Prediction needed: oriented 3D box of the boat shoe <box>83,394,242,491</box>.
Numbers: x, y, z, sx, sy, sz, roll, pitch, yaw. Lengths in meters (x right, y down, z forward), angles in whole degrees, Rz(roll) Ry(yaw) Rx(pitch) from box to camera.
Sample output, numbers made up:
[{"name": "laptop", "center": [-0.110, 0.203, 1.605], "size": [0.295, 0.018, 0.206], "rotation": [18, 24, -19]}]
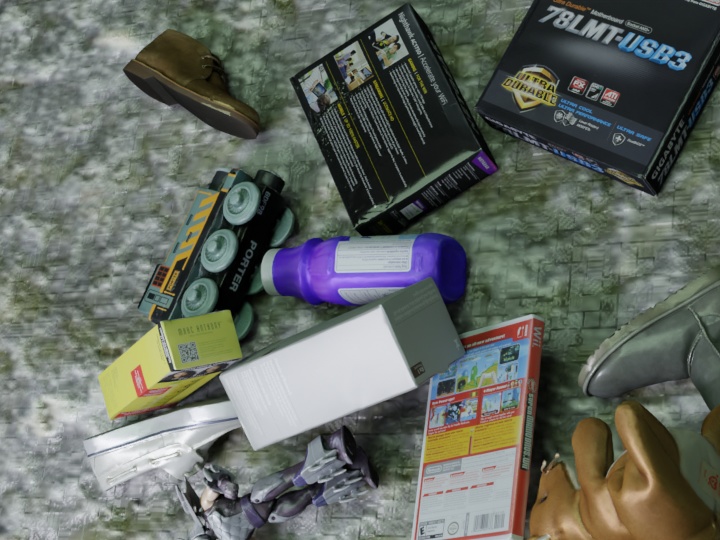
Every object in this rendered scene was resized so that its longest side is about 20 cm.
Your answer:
[{"name": "boat shoe", "center": [-0.179, 0.173, 1.655], "size": [0.198, 0.071, 0.070], "rotation": [-18, 90, 17]}]

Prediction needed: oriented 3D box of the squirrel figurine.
[{"name": "squirrel figurine", "center": [0.218, 0.216, 1.358], "size": [0.186, 0.141, 0.202], "rotation": [-31, 71, 42]}]

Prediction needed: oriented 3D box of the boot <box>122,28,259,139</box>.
[{"name": "boot", "center": [-0.169, -0.203, 1.795], "size": [0.199, 0.074, 0.076], "rotation": [31, 77, 36]}]

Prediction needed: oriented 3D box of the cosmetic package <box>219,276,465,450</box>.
[{"name": "cosmetic package", "center": [-0.016, 0.086, 1.536], "size": [0.199, 0.107, 0.091], "rotation": [-27, 90, 31]}]

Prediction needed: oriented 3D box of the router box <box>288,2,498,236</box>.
[{"name": "router box", "center": [0.030, -0.147, 1.669], "size": [0.148, 0.051, 0.201], "rotation": [-31, 59, 13]}]

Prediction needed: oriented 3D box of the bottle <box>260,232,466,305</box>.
[{"name": "bottle", "center": [0.000, 0.000, 1.608], "size": [0.198, 0.083, 0.066], "rotation": [-1, 80, 29]}]

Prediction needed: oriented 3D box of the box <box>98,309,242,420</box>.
[{"name": "box", "center": [-0.186, 0.092, 1.611], "size": [0.200, 0.075, 0.051], "rotation": [-34, 69, 58]}]

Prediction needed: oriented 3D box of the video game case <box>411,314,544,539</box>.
[{"name": "video game case", "center": [0.103, 0.148, 1.492], "size": [0.143, 0.017, 0.202], "rotation": [-20, 57, 52]}]

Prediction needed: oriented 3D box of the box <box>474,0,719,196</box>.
[{"name": "box", "center": [0.237, -0.196, 1.580], "size": [0.199, 0.050, 0.200], "rotation": [27, 85, 33]}]

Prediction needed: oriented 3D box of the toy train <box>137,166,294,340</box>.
[{"name": "toy train", "center": [-0.147, -0.014, 1.699], "size": [0.113, 0.085, 0.202], "rotation": [15, 78, 42]}]

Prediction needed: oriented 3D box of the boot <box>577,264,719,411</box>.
[{"name": "boot", "center": [0.302, 0.115, 1.415], "size": [0.181, 0.072, 0.201], "rotation": [-38, 64, 13]}]

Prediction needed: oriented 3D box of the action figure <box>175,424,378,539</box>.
[{"name": "action figure", "center": [-0.085, 0.215, 1.552], "size": [0.199, 0.130, 0.070], "rotation": [-30, 34, 10]}]
